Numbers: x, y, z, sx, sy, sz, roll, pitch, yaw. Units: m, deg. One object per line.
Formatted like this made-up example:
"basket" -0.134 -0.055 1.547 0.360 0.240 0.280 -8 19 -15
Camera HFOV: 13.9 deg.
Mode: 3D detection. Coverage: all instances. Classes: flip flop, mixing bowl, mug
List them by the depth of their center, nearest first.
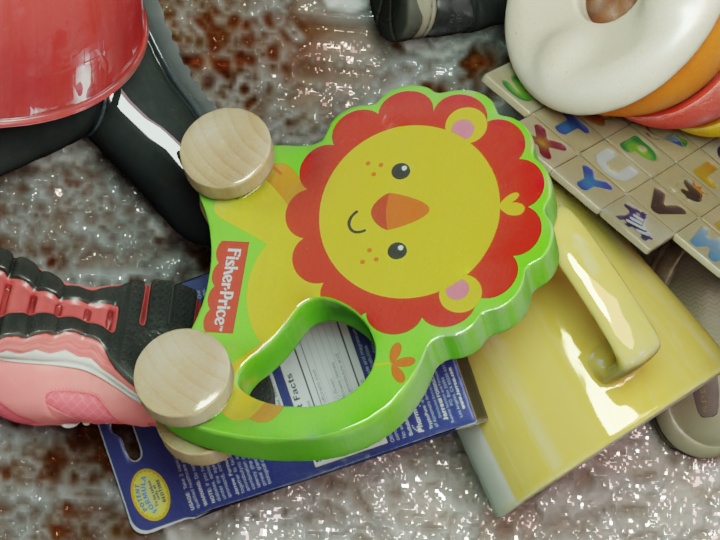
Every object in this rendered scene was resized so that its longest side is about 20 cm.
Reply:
"mixing bowl" -0.195 -0.173 1.475 0.199 0.109 0.201 9 39 -8
"mug" 0.106 0.020 1.571 0.149 0.186 0.154 -26 81 -46
"flip flop" 0.185 0.004 1.652 0.081 0.058 0.201 -5 84 -18

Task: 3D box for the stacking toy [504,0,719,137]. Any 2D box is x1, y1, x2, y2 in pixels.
"stacking toy" 0.187 -0.116 1.603 0.200 0.146 0.147 32 72 -41

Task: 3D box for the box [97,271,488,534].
"box" -0.045 0.052 1.551 0.199 0.032 0.122 -19 88 16

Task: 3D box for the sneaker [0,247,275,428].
"sneaker" -0.142 0.048 1.529 0.199 0.087 0.074 18 50 -6

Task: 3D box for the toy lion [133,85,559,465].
"toy lion" 0.000 0.000 1.458 0.191 0.069 0.201 4 63 13

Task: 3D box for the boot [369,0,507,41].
"boot" 0.076 -0.223 1.643 0.150 0.073 0.201 1 77 -21

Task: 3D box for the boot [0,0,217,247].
"boot" -0.172 -0.060 1.517 0.199 0.066 0.165 -20 76 -38

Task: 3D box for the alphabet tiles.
"alphabet tiles" 0.157 -0.068 1.601 0.166 0.006 0.200 41 31 13
